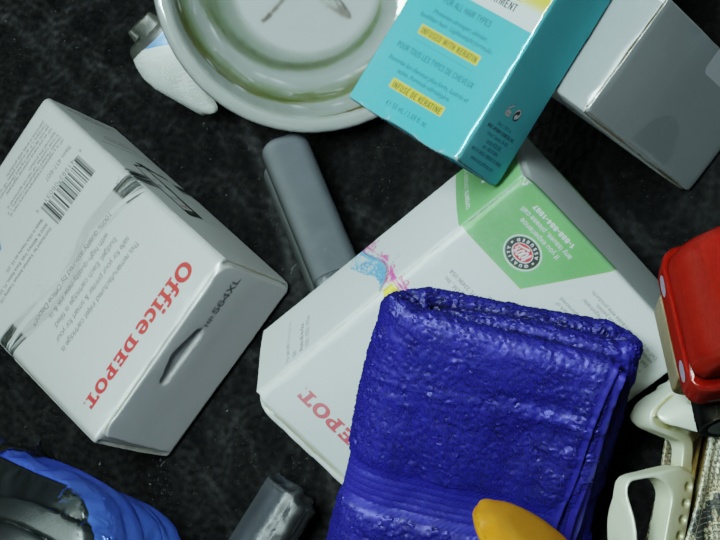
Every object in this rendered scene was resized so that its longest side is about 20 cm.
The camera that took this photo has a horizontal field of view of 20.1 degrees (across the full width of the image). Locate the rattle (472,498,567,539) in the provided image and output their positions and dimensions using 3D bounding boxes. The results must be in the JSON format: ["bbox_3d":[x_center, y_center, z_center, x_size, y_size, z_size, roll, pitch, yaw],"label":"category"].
[{"bbox_3d":[0.102,0.242,1.062,0.142,0.130,0.200,17,130,13],"label":"rattle"}]

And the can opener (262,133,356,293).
[{"bbox_3d":[0.000,0.000,1.268,0.067,0.053,0.200,-18,64,-9],"label":"can opener"}]

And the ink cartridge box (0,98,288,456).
[{"bbox_3d":[-0.167,0.005,1.336,0.200,0.084,0.146,41,100,31],"label":"ink cartridge box"}]

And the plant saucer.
[{"bbox_3d":[-0.035,-0.187,1.289,0.199,0.050,0.201,0,92,-9],"label":"plant saucer"}]

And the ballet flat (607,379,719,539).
[{"bbox_3d":[0.175,0.114,1.101,0.068,0.075,0.201,174,110,-72],"label":"ballet flat"}]

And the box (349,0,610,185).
[{"bbox_3d":[0.084,-0.152,1.063,0.082,0.049,0.200,33,94,33],"label":"box"}]

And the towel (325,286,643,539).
[{"bbox_3d":[0.063,0.112,1.103,0.147,0.050,0.201,10,115,-4],"label":"towel"}]

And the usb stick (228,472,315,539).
[{"bbox_3d":[-0.092,0.214,1.245,0.200,0.033,0.055,-57,22,-3],"label":"usb stick"}]

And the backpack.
[{"bbox_3d":[-0.203,0.188,1.255,0.200,0.168,0.163,12,85,39],"label":"backpack"}]

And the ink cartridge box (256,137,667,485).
[{"bbox_3d":[0.060,0.042,1.144,0.200,0.145,0.088,-40,19,16],"label":"ink cartridge box"}]

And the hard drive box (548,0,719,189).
[{"bbox_3d":[0.112,-0.146,1.167,0.200,0.156,0.077,41,98,31],"label":"hard drive box"}]

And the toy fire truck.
[{"bbox_3d":[0.247,0.016,0.992,0.175,0.200,0.129,-8,69,-2],"label":"toy fire truck"}]

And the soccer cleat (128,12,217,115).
[{"bbox_3d":[-0.065,-0.189,1.346,0.086,0.070,0.200,44,85,-12],"label":"soccer cleat"}]
